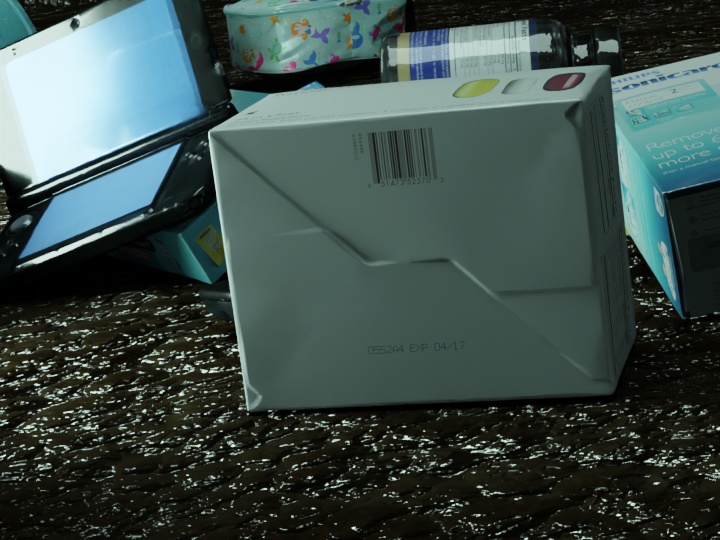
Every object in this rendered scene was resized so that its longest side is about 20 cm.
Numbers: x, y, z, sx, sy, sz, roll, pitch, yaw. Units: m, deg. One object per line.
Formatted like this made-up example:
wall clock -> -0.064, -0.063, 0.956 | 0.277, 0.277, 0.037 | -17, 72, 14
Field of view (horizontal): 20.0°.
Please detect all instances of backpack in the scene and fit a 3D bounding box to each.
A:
backpack -> -0.052, -0.286, 2.311 | 0.199, 0.152, 0.177 | -19, 19, -27

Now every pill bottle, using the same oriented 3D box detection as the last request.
pill bottle -> 0.120, -0.151, 1.706 | 0.198, 0.113, 0.112 | -5, 13, 7

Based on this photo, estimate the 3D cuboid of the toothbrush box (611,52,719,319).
toothbrush box -> 0.233, -0.062, 1.239 | 0.145, 0.086, 0.200 | -13, 23, 0

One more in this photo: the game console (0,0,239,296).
game console -> -0.194, -0.095, 1.430 | 0.199, 0.117, 0.176 | -21, 26, 23

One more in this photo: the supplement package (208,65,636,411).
supplement package -> 0.037, -0.018, 1.093 | 0.198, 0.157, 0.111 | -4, 13, 15

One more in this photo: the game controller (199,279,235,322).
game controller -> 0.000, 0.000, 1.287 | 0.199, 0.042, 0.104 | -12, 14, -22

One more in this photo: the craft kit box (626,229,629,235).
craft kit box -> 0.270, -0.066, 1.430 | 0.199, 0.049, 0.197 | 1, 18, 30

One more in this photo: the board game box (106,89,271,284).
board game box -> -0.115, -0.068, 1.484 | 0.151, 0.047, 0.199 | -43, 28, -22

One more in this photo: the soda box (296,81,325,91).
soda box -> -0.034, -0.096, 1.620 | 0.064, 0.068, 0.200 | -26, 15, -4

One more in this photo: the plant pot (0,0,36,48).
plant pot -> -0.424, -0.167, 1.919 | 0.199, 0.201, 0.188 | 4, 32, 38
